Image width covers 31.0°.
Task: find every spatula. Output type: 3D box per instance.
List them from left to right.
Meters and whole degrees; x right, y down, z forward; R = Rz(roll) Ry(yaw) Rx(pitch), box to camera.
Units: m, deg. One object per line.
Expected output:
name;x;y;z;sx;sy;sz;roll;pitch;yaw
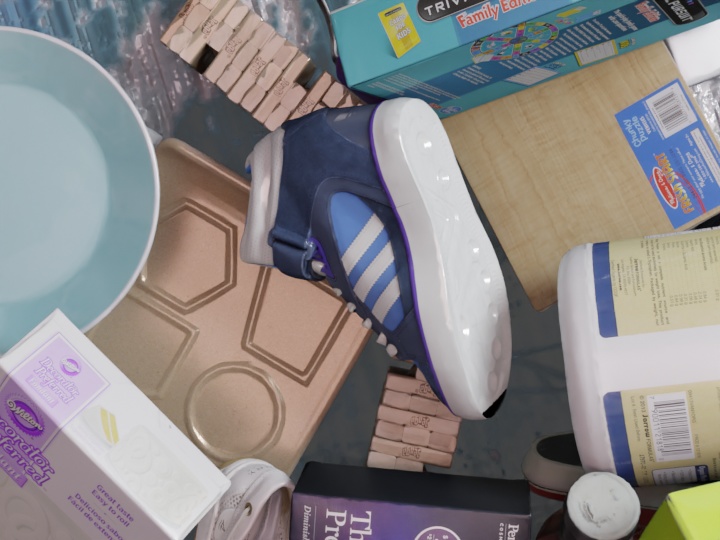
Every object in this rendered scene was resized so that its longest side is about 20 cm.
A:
spatula;-0.029;-0.173;0.850;0.020;0.057;0.201;-33;83;-12

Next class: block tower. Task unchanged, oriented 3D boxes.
block tower;-0.038;-0.106;0.844;0.200;0.054;0.058;38;93;1
block tower;0.029;0.128;0.841;0.057;0.054;0.202;12;91;2

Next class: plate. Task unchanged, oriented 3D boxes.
plate;-0.220;-0.047;0.795;0.199;0.026;0.202;0;92;1

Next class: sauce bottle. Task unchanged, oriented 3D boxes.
sauce bottle;0.129;0.181;0.777;0.065;0.200;0.066;-1;56;2

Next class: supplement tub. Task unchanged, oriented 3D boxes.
supplement tub;0.220;0.045;0.739;0.199;0.144;0.146;-7;91;14

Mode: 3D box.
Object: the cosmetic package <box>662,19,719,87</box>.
cosmetic package;0.209;-0.224;0.828;0.101;0.074;0.201;-20;93;2

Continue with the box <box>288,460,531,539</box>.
box;0.026;0.225;0.771;0.140;0.079;0.202;3;96;3

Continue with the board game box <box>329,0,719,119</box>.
board game box;0.104;-0.148;0.745;0.199;0.151;0.047;-18;83;22

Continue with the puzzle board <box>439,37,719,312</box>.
puzzle board;0.131;-0.097;0.825;0.150;0.017;0.201;-30;80;20

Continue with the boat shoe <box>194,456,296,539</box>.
boat shoe;-0.077;0.220;0.803;0.070;0.069;0.202;9;88;-30

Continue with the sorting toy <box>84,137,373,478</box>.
sorting toy;-0.098;0.041;0.861;0.184;0.036;0.201;30;96;0

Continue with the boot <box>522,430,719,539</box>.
boot;0.194;0.184;0.834;0.198;0.072;0.145;10;111;4

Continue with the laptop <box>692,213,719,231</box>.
laptop;0.273;0.051;0.814;0.176;0.200;0.104;28;47;0

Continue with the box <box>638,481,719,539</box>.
box;0.197;0.170;0.706;0.121;0.201;0.048;-8;51;-22

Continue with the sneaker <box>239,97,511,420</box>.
sneaker;0.000;0.000;0.789;0.146;0.080;0.201;-11;103;34

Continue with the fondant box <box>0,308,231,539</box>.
fondant box;-0.184;0.134;0.792;0.144;0.058;0.200;45;134;0

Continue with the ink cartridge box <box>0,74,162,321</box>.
ink cartridge box;-0.231;-0.032;0.842;0.116;0.068;0.201;31;91;0
